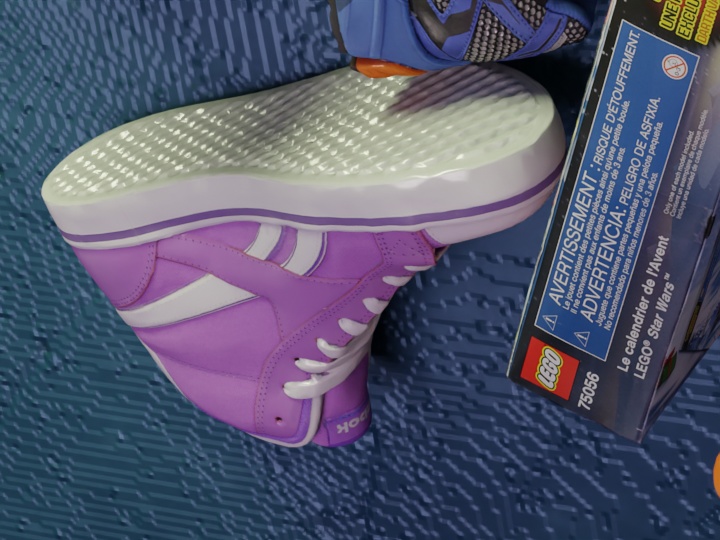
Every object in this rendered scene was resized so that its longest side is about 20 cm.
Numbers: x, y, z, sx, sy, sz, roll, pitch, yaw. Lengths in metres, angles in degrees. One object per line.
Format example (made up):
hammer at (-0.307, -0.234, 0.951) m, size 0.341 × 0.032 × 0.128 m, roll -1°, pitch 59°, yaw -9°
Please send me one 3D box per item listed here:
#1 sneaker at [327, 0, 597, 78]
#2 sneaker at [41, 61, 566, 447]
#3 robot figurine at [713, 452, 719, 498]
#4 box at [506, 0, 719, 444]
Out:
sneaker at (0.029, -0.143, 0.826) m, size 0.078 × 0.075 × 0.201 m, roll 6°, pitch 131°, yaw 19°
sneaker at (0.000, 0.000, 0.936) m, size 0.200 × 0.073 × 0.115 m, roll -5°, pitch 121°, yaw 46°
robot figurine at (0.182, 0.081, 0.839) m, size 0.143 × 0.117 × 0.200 m, roll 4°, pitch 135°, yaw -22°
box at (0.106, -0.067, 0.730) m, size 0.040 × 0.200 × 0.137 m, roll 26°, pitch 130°, yaw 15°
